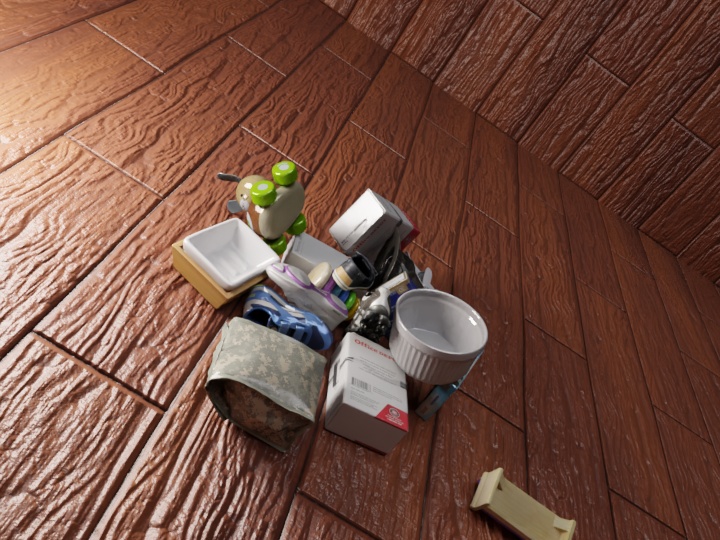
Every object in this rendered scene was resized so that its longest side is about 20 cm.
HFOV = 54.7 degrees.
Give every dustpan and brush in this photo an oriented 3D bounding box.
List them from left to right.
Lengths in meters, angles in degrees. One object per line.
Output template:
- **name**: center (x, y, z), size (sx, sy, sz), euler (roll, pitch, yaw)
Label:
- **dustpan and brush**: center (0.154, 0.039, 1.699), size (0.140, 0.057, 0.201), euler (50, 29, -18)

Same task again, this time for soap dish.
- **soap dish**: center (-0.272, -0.016, 1.417), size (0.157, 0.082, 0.200), euler (42, 31, 8)

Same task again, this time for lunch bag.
- **lunch bag**: center (-0.173, 0.190, 1.213), size (0.199, 0.118, 0.165), euler (34, 32, -16)

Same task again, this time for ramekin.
- **ramekin**: center (0.152, 0.141, 1.426), size (0.197, 0.106, 0.201), euler (12, 34, -8)

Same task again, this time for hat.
- **hat**: center (0.082, 0.004, 1.606), size (0.080, 0.202, 0.202), euler (20, 33, -8)

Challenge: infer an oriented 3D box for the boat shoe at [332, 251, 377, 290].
- **boat shoe**: center (0.000, 0.000, 1.533), size (0.075, 0.062, 0.200), euler (50, 16, 9)

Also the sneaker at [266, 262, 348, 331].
- **sneaker**: center (-0.122, 0.065, 1.434), size (0.199, 0.100, 0.075), euler (38, 18, -17)

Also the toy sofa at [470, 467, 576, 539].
- **toy sofa**: center (0.314, 0.487, 1.375), size (0.199, 0.098, 0.083), euler (36, 55, -3)

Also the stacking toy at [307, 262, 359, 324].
- **stacking toy**: center (-0.035, 0.076, 1.534), size (0.200, 0.085, 0.086), euler (44, 27, -21)

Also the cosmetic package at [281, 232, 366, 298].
- **cosmetic package**: center (-0.081, 0.001, 1.602), size (0.198, 0.072, 0.102), euler (28, 32, -14)

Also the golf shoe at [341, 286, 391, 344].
- **golf shoe**: center (0.022, 0.100, 1.451), size (0.077, 0.200, 0.096), euler (23, 63, -11)

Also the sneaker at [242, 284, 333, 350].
- **sneaker**: center (-0.149, 0.111, 1.390), size (0.198, 0.074, 0.083), euler (29, 33, -1)

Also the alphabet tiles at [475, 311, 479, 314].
- **alphabet tiles**: center (0.174, 0.122, 1.586), size (0.166, 0.200, 0.008), euler (29, 49, -13)

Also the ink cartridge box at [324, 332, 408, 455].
- **ink cartridge box**: center (0.014, 0.238, 1.373), size (0.143, 0.084, 0.201), euler (27, 33, -16)

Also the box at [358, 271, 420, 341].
- **box**: center (0.097, 0.104, 1.530), size (0.201, 0.120, 0.033), euler (51, 15, -35)

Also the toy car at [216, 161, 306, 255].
- **toy car**: center (-0.236, -0.153, 1.543), size (0.197, 0.166, 0.158), euler (17, 46, 26)

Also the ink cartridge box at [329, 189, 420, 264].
- **ink cartridge box**: center (0.037, -0.097, 1.718), size (0.084, 0.144, 0.199), euler (53, 16, 27)

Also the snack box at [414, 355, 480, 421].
- **snack box**: center (0.198, 0.240, 1.530), size (0.037, 0.117, 0.200), euler (41, 31, 8)
